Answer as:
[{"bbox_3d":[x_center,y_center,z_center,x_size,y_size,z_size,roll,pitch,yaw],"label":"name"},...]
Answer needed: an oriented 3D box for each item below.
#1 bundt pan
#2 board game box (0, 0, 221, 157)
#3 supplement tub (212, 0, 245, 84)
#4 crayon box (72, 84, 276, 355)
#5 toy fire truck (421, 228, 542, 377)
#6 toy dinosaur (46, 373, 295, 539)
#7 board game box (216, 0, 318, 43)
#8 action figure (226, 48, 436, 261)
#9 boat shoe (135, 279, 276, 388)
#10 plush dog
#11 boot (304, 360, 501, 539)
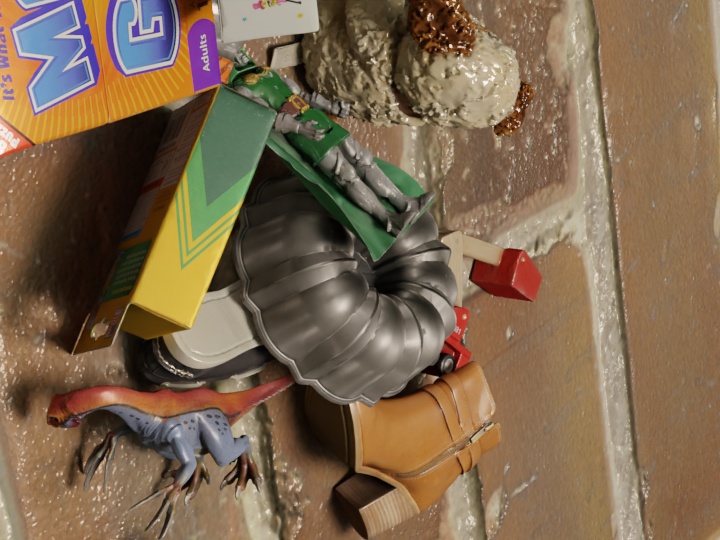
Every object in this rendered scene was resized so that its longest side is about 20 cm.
[{"bbox_3d":[0.000,0.000,1.632,0.202,0.076,0.202,24,53,-35],"label":"bundt pan"},{"bbox_3d":[-0.233,-0.194,1.281,0.200,0.200,0.200,-24,115,-45],"label":"board game box"},{"bbox_3d":[-0.122,-0.237,1.466,0.122,0.122,0.200,8,92,-50],"label":"supplement tub"},{"bbox_3d":[-0.133,-0.025,1.495,0.052,0.126,0.200,25,77,-16],"label":"crayon box"},{"bbox_3d":[0.070,0.017,1.808,0.200,0.049,0.141,38,69,-46],"label":"toy fire truck"},{"bbox_3d":[-0.151,0.108,1.534,0.182,0.105,0.200,58,44,-46],"label":"toy dinosaur"},{"bbox_3d":[-0.071,-0.260,1.285,0.148,0.064,0.200,84,-1,-46],"label":"board game box"},{"bbox_3d":[-0.036,-0.102,1.576,0.055,0.200,0.118,-52,177,30],"label":"action figure"},{"bbox_3d":[-0.091,0.047,1.617,0.200,0.060,0.074,-20,78,-51],"label":"boat shoe"},{"bbox_3d":[0.045,-0.162,1.641,0.200,0.172,0.161,40,68,-47],"label":"plush dog"},{"bbox_3d":[0.040,0.119,1.749,0.155,0.074,0.200,-33,139,-18],"label":"boot"}]
